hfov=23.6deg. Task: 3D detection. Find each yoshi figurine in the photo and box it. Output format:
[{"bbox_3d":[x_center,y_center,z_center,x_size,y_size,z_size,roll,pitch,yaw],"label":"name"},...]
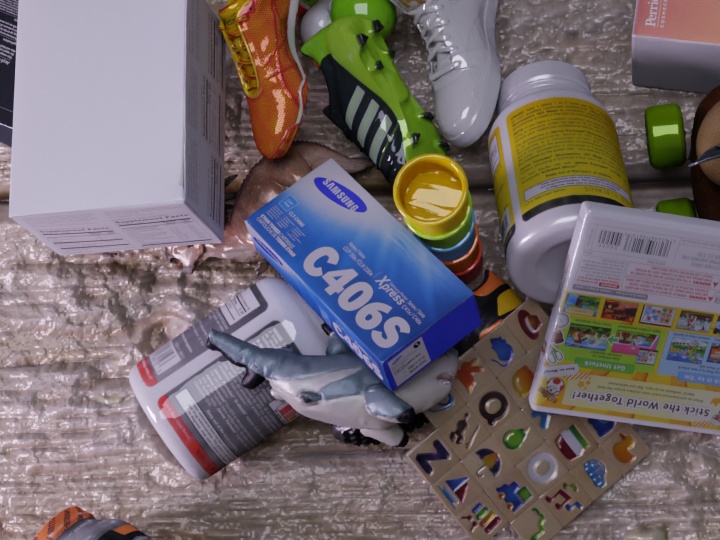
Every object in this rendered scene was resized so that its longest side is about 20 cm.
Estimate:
[{"bbox_3d":[-0.024,-0.268,1.572,0.112,0.112,0.201,-22,75,-6],"label":"yoshi figurine"}]

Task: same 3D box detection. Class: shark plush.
[{"bbox_3d":[-0.024,0.082,1.406,0.199,0.091,0.084,9,70,14],"label":"shark plush"}]

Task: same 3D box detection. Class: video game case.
[{"bbox_3d":[0.252,0.043,1.389,0.199,0.023,0.183,8,115,-10],"label":"video game case"}]

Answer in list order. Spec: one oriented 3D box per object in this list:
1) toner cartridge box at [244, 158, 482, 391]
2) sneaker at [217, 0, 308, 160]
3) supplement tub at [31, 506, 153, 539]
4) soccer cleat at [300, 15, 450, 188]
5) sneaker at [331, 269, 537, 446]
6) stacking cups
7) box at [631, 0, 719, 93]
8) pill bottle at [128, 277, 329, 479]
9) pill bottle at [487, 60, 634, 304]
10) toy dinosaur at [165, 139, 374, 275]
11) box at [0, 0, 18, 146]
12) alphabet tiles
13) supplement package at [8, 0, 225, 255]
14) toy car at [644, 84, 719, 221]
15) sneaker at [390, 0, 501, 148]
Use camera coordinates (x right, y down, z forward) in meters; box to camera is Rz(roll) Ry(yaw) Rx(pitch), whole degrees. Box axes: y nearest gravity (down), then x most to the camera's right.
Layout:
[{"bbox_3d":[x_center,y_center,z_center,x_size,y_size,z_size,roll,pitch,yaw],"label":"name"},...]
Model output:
[{"bbox_3d":[0.000,0.000,1.399,0.095,0.043,0.200,-36,53,-14],"label":"toner cartridge box"},{"bbox_3d":[-0.091,-0.195,1.508,0.077,0.073,0.201,0,81,-34],"label":"sneaker"},{"bbox_3d":[-0.184,0.288,1.419,0.200,0.123,0.123,31,80,16],"label":"supplement tub"},{"bbox_3d":[0.017,-0.129,1.527,0.081,0.067,0.201,-17,104,41],"label":"soccer cleat"},{"bbox_3d":[0.053,0.073,1.478,0.199,0.070,0.090,-28,68,-7],"label":"sneaker"},{"bbox_3d":[0.074,-0.039,1.435,0.060,0.200,0.061,-3,75,11],"label":"stacking cups"},{"bbox_3d":[0.344,-0.239,1.504,0.199,0.106,0.153,7,75,10],"label":"box"},{"bbox_3d":[-0.086,0.078,1.470,0.200,0.116,0.116,-34,71,-2],"label":"pill bottle"},{"bbox_3d":[0.168,-0.079,1.457,0.112,0.113,0.201,-10,50,6],"label":"pill bottle"},{"bbox_3d":[-0.081,-0.066,1.534,0.200,0.086,0.136,-42,65,-11],"label":"toy dinosaur"},{"bbox_3d":[-0.307,-0.188,1.605,0.199,0.079,0.142,23,75,14],"label":"box"},{"bbox_3d":[0.143,0.128,1.439,0.200,0.006,0.167,-39,94,-8],"label":"alphabet tiles"},{"bbox_3d":[-0.204,-0.128,1.469,0.155,0.111,0.201,-5,72,12],"label":"supplement package"},{"bbox_3d":[0.321,-0.083,1.399,0.163,0.200,0.159,-8,90,8],"label":"toy car"},{"bbox_3d":[0.063,-0.210,1.517,0.074,0.115,0.201,-28,48,40],"label":"sneaker"}]
